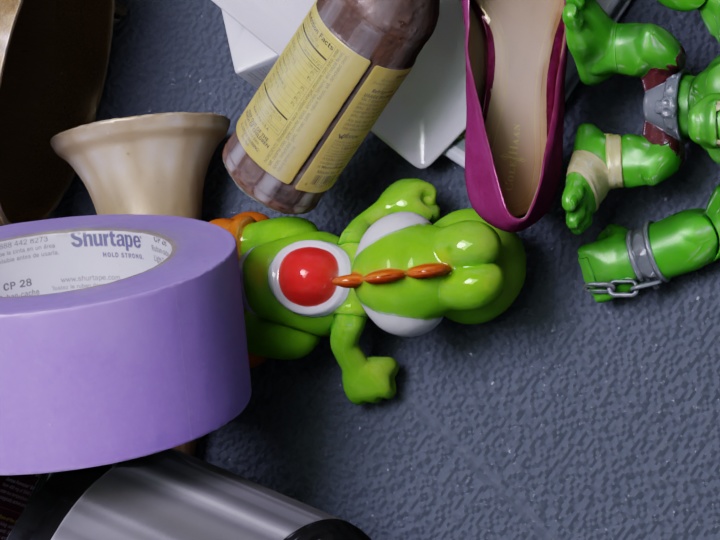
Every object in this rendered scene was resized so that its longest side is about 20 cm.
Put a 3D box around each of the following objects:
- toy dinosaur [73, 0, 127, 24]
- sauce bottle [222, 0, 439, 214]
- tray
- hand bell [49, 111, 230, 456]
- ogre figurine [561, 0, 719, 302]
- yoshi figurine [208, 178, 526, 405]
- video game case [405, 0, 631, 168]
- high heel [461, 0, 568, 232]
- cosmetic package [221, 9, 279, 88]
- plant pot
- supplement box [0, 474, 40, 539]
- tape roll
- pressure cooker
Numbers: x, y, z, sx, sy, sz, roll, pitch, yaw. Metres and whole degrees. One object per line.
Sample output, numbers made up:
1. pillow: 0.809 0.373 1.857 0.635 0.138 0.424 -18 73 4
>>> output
1. toy dinosaur: -0.172 -0.247 1.650 0.101 0.058 0.201 -20 87 33
2. sauce bottle: 0.000 -0.120 1.471 0.065 0.065 0.200 53 122 28
3. tray: -0.006 -0.153 1.504 0.200 0.022 0.107 39 118 -13
4. hand bell: -0.112 0.018 1.580 0.104 0.104 0.201 -11 83 24
5. ogre figurine: 0.168 -0.086 1.447 0.119 0.098 0.201 0 83 17
6. yoshi figurine: 0.009 0.006 1.521 0.199 0.113 0.112 -5 37 39
7. video game case: 0.055 -0.168 1.573 0.200 0.022 0.183 34 93 29
8. high heel: 0.085 -0.122 1.441 0.067 0.096 0.201 -3 101 -6
9. cosmetic package: -0.016 -0.219 1.582 0.150 0.052 0.201 -20 68 17
10. plant pot: -0.265 -0.132 1.599 0.199 0.186 0.187 12 81 12
11. supplement box: -0.232 0.171 1.570 0.061 0.109 0.200 35 92 31
12. tape roll: -0.159 0.035 1.454 0.199 0.200 0.085 2 106 27
13. pressure cooker: -0.103 0.187 1.467 0.199 0.179 0.176 21 67 30
